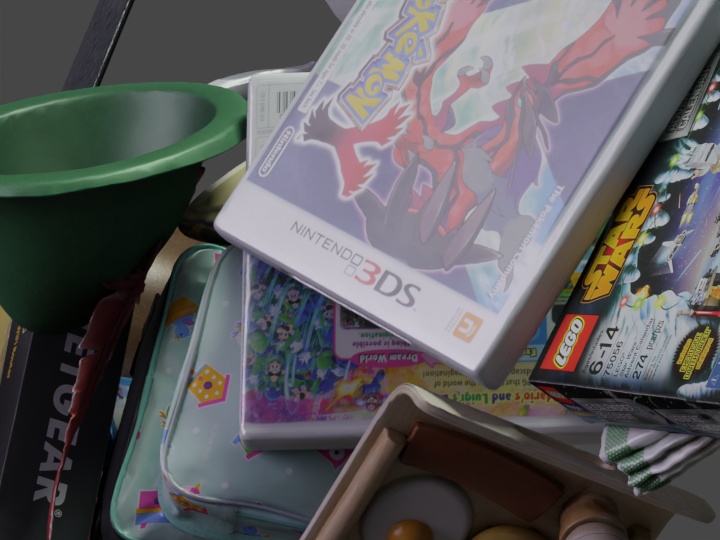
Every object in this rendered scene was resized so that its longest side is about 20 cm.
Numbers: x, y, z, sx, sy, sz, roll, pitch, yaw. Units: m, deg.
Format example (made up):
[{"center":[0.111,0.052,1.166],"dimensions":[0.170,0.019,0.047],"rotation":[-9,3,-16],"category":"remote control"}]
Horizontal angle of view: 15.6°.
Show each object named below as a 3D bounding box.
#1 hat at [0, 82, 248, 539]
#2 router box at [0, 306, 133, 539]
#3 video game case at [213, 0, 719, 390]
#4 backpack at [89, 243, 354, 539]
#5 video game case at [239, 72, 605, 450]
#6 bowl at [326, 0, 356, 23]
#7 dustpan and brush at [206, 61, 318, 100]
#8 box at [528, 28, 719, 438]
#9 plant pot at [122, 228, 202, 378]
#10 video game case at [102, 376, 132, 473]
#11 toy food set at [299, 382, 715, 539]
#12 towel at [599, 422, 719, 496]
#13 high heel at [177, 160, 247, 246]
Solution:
[{"center":[-0.133,0.018,1.273],"dimensions":[0.166,0.200,0.176],"rotation":[11,116,43],"category":"hat"},{"center":[-0.177,0.099,1.331],"dimensions":[0.157,0.052,0.200],"rotation":[-42,34,53],"category":"router box"},{"center":[0.047,-0.068,1.138],"dimensions":[0.182,0.023,0.200],"rotation":[29,84,43],"category":"video game case"},{"center":[-0.012,0.085,1.266],"dimensions":[0.153,0.200,0.176],"rotation":[125,160,-61],"category":"backpack"},{"center":[0.046,-0.008,1.197],"dimensions":[0.024,0.200,0.182],"rotation":[79,-169,-68],"category":"video game case"},{"center":[0.064,-0.155,1.409],"dimensions":[0.201,0.201,0.090],"rotation":[-109,17,-64],"category":"bowl"},{"center":[-0.001,-0.109,1.491],"dimensions":[0.140,0.200,0.057],"rotation":[-153,42,-74],"category":"dustpan and brush"},{"center":[0.158,-0.029,1.043],"dimensions":[0.137,0.040,0.200],"rotation":[2,61,61],"category":"box"},{"center":[-0.122,0.047,1.658],"dimensions":[0.200,0.198,0.200],"rotation":[-54,23,37],"category":"plant pot"},{"center":[-0.062,0.147,1.353],"dimensions":[0.018,0.143,0.200],"rotation":[-45,49,33],"category":"video game case"},{"center":[0.043,0.150,1.138],"dimensions":[0.200,0.143,0.060],"rotation":[-59,20,27],"category":"toy food set"},{"center":[0.171,-0.013,1.071],"dimensions":[0.200,0.031,0.149],"rotation":[-40,32,34],"category":"towel"},{"center":[0.000,0.000,1.347],"dimensions":[0.071,0.200,0.143],"rotation":[-122,28,-45],"category":"high heel"}]
